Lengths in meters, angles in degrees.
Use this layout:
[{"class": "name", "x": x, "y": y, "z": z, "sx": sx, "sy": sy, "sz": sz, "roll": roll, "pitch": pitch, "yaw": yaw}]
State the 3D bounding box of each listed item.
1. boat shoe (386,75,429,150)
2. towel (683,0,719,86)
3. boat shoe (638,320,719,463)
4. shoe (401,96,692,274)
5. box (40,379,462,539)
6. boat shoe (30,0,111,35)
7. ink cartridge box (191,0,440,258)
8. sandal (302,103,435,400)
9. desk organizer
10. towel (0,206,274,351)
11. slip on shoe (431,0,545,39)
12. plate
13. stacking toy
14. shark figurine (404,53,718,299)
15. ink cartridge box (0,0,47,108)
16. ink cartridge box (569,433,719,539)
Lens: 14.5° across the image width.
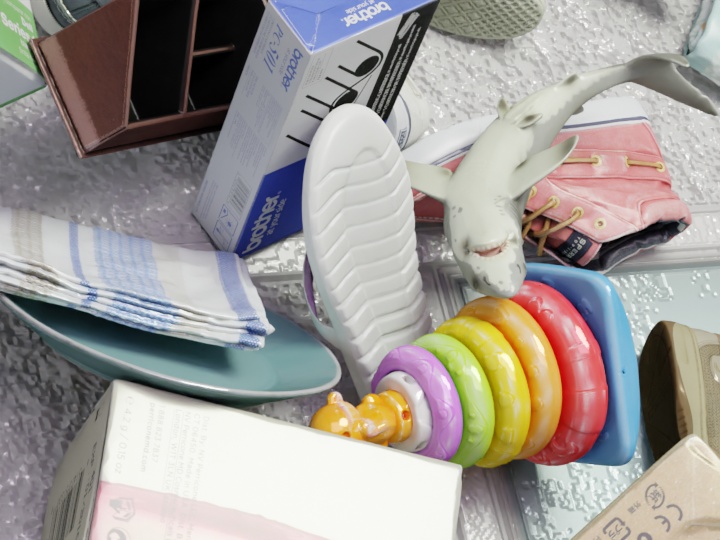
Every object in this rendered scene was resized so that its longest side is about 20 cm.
[{"class": "boat shoe", "x": -0.031, "y": -0.150, "z": 1.721, "sx": 0.200, "sy": 0.071, "sz": 0.070, "roll": 47, "pitch": 29, "yaw": 12}, {"class": "towel", "x": 0.314, "y": -0.173, "z": 1.877, "sx": 0.170, "sy": 0.048, "sz": 0.201, "roll": 28, "pitch": 57, "yaw": -6}, {"class": "boat shoe", "x": 0.209, "y": 0.121, "z": 1.663, "sx": 0.064, "sy": 0.071, "sz": 0.201, "roll": 8, "pitch": 60, "yaw": -17}, {"class": "shoe", "x": 0.107, "y": -0.043, "z": 1.709, "sx": 0.199, "sy": 0.072, "sz": 0.091, "roll": -13, "pitch": 66, "yaw": -31}, {"class": "box", "x": -0.062, "y": 0.151, "z": 1.503, "sx": 0.199, "sy": 0.128, "sz": 0.110, "roll": 15, "pitch": 60, "yaw": -14}, {"class": "boat shoe", "x": -0.151, "y": -0.233, "z": 1.697, "sx": 0.073, "sy": 0.062, "sz": 0.201, "roll": 34, "pitch": 53, "yaw": -44}, {"class": "ink cartridge box", "x": -0.027, "y": -0.091, "z": 1.601, "sx": 0.094, "sy": 0.200, "sz": 0.044, "roll": -26, "pitch": 68, "yaw": -30}, {"class": "sandal", "x": -0.005, "y": 0.003, "z": 1.601, "sx": 0.082, "sy": 0.050, "sz": 0.204, "roll": -35, "pitch": 123, "yaw": -40}, {"class": "desk organizer", "x": -0.092, "y": -0.121, "z": 1.604, "sx": 0.200, "sy": 0.077, "sz": 0.072, "roll": -18, "pitch": 83, "yaw": -62}, {"class": "towel", "x": -0.150, "y": -0.006, "z": 1.558, "sx": 0.199, "sy": 0.147, "sz": 0.024, "roll": 14, "pitch": 104, "yaw": -12}, {"class": "slip on shoe", "x": 0.027, "y": -0.207, "z": 1.768, "sx": 0.199, "sy": 0.074, "sz": 0.061, "roll": 25, "pitch": 54, "yaw": -2}, {"class": "plate", "x": -0.108, "y": 0.037, "z": 1.544, "sx": 0.199, "sy": 0.026, "sz": 0.200, "roll": 17, "pitch": 14, "yaw": -4}, {"class": "stacking toy", "x": 0.050, "y": 0.073, "z": 1.579, "sx": 0.199, "sy": 0.109, "sz": 0.117, "roll": -16, "pitch": 103, "yaw": -35}, {"class": "shark figurine", "x": 0.104, "y": -0.056, "z": 1.650, "sx": 0.128, "sy": 0.090, "sz": 0.215, "roll": 21, "pitch": 54, "yaw": 36}, {"class": "ink cartridge box", "x": -0.270, "y": -0.175, "z": 1.577, "sx": 0.084, "sy": 0.145, "sz": 0.201, "roll": 33, "pitch": 38, "yaw": -61}, {"class": "ink cartridge box", "x": 0.113, "y": 0.190, "z": 1.501, "sx": 0.200, "sy": 0.165, "sz": 0.075, "roll": -41, "pitch": 82, "yaw": -15}]
